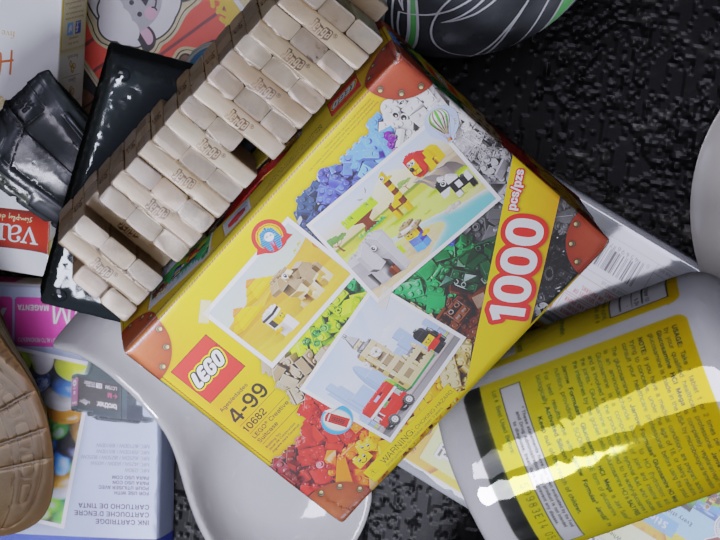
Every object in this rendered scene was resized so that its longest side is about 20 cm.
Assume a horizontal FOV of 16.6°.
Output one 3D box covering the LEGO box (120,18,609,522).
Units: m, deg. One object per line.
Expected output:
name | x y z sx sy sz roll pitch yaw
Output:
LEGO box | 0.000 0.000 1.241 0.149 0.077 0.200 39 101 -18

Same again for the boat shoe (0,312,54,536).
boat shoe | -0.218 0.047 1.347 0.072 0.072 0.200 -20 110 0

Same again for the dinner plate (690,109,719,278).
dinner plate | 0.276 -0.032 1.311 0.200 0.024 0.201 0 87 5

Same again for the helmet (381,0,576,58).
helmet | 0.051 -0.207 1.271 0.200 0.200 0.191 27 81 6

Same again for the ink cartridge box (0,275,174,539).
ink cartridge box | -0.166 0.105 1.393 0.119 0.042 0.201 2 96 9

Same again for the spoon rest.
spoon rest | -0.078 0.092 1.345 0.200 0.061 0.099 41 83 -13

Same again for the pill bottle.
pill bottle | 0.148 0.069 1.278 0.200 0.112 0.113 -21 91 12

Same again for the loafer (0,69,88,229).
loafer | -0.112 -0.032 1.328 0.200 0.068 0.070 35 98 -26

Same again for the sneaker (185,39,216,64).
sneaker | -0.009 -0.060 1.324 0.200 0.072 0.072 27 94 -2

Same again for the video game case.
video game case | 0.139 0.073 1.351 0.200 0.023 0.182 31 98 5

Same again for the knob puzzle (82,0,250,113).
knob puzzle | -0.143 -0.099 1.379 0.219 0.030 0.220 1 95 9

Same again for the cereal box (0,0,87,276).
cereal box | -0.224 -0.105 1.362 0.144 0.040 0.201 9 104 18

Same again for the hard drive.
hard drive | -0.053 -0.026 1.284 0.200 0.033 0.140 14 108 -13

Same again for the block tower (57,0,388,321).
block tower | -0.071 -0.070 1.216 0.054 0.058 0.200 39 101 -17
